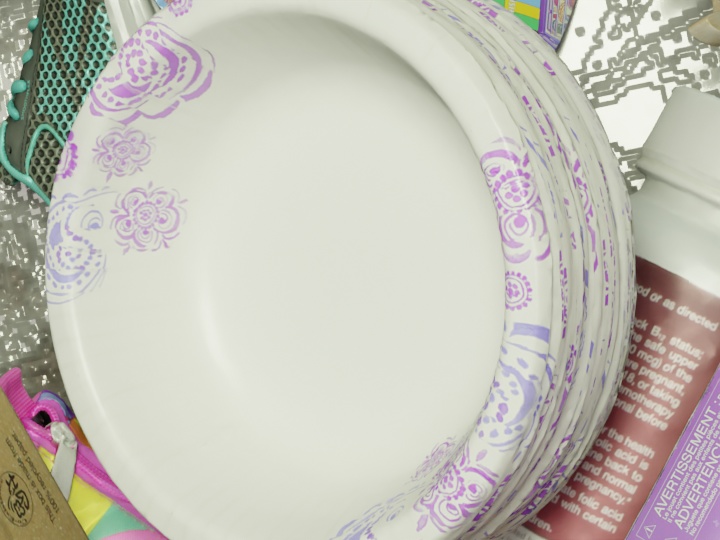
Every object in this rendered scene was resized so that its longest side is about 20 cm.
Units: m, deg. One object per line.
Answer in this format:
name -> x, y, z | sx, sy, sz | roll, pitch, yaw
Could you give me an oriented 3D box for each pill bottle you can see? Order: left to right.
pill bottle -> 0.109, 0.045, 1.028 | 0.114, 0.114, 0.201 | 27, 92, 6

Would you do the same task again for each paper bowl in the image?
paper bowl -> 0.000, 0.000, 0.968 | 0.200, 0.104, 0.202 | 4, 97, 33

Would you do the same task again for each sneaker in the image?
sneaker -> -0.102, -0.066, 1.078 | 0.091, 0.078, 0.201 | -18, 83, 13

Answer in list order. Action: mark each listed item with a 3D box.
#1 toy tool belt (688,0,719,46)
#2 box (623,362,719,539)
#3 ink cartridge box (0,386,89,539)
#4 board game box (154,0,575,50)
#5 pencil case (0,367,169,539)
toy tool belt -> 0.169, -0.109, 1.005 | 0.199, 0.123, 0.125 | 35, 129, 6
box -> 0.166, 0.070, 0.982 | 0.039, 0.200, 0.137 | 30, 91, 32
ink cartridge box -> -0.164, 0.135, 1.010 | 0.164, 0.075, 0.201 | -15, 114, 32
board game box -> -0.007, -0.139, 1.046 | 0.158, 0.039, 0.201 | -33, 88, -23
pencil case -> -0.068, 0.126, 1.060 | 0.199, 0.088, 0.089 | 35, 92, 3
